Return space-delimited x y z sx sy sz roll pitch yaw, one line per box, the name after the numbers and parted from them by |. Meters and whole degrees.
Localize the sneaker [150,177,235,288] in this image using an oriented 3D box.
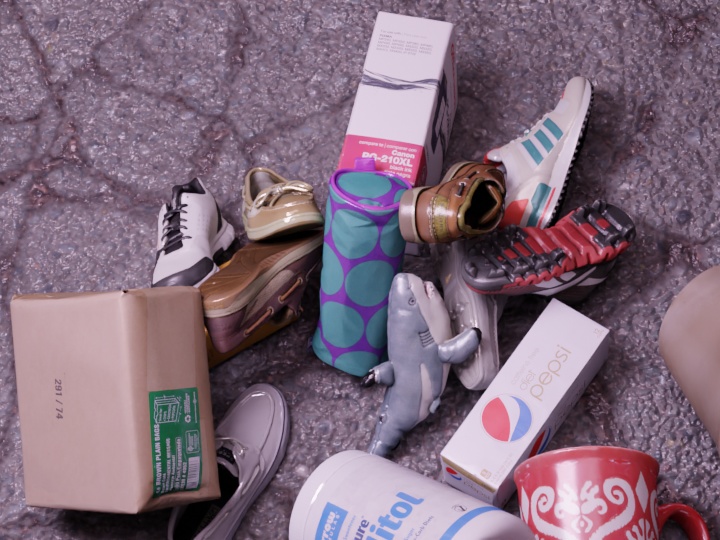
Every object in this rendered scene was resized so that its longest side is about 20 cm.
-0.179 -0.027 1.723 0.073 0.080 0.200 -20 21 11 | sneaker

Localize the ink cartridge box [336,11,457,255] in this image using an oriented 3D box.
0.041 -0.141 1.779 0.084 0.145 0.201 9 62 10 | ink cartridge box

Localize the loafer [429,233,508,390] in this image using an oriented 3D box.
0.117 0.029 1.717 0.069 0.070 0.201 11 54 -24 | loafer

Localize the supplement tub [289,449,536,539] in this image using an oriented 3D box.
0.047 0.248 1.533 0.199 0.132 0.132 18 61 43 | supplement tub

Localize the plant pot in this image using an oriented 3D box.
0.373 0.087 1.606 0.199 0.201 0.174 -34 47 -13 | plant pot

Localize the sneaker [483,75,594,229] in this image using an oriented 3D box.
0.179 -0.126 1.798 0.093 0.070 0.201 17 67 8 | sneaker

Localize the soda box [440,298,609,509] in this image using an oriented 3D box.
0.159 0.129 1.663 0.068 0.064 0.200 30 69 21 | soda box

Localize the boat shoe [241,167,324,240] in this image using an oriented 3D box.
-0.084 -0.069 1.727 0.073 0.201 0.064 -11 97 -8 | boat shoe

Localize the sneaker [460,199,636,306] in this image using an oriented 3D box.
0.179 -0.001 1.699 0.199 0.098 0.071 -16 50 -31 | sneaker

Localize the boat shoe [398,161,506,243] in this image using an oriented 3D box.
0.107 -0.060 1.661 0.068 0.072 0.200 1 16 26 | boat shoe

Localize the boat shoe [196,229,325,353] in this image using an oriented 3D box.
-0.089 0.019 1.666 0.072 0.072 0.200 -4 20 28 | boat shoe

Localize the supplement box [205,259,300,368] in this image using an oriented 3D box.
-0.162 0.056 1.738 0.199 0.067 0.069 -27 59 -10 | supplement box

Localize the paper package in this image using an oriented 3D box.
-0.228 0.116 1.600 0.190 0.103 0.202 -4 90 47 | paper package

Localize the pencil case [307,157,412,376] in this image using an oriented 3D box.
0.000 0.000 1.674 0.084 0.201 0.093 5 32 -5 | pencil case

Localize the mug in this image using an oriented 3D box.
0.228 0.271 1.540 0.176 0.134 0.201 -3 64 6 | mug

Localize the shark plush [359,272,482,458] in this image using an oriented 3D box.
0.032 0.102 1.666 0.201 0.083 0.091 -64 36 15 | shark plush

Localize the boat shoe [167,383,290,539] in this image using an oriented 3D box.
-0.130 0.189 1.659 0.072 0.066 0.201 23 66 18 | boat shoe
